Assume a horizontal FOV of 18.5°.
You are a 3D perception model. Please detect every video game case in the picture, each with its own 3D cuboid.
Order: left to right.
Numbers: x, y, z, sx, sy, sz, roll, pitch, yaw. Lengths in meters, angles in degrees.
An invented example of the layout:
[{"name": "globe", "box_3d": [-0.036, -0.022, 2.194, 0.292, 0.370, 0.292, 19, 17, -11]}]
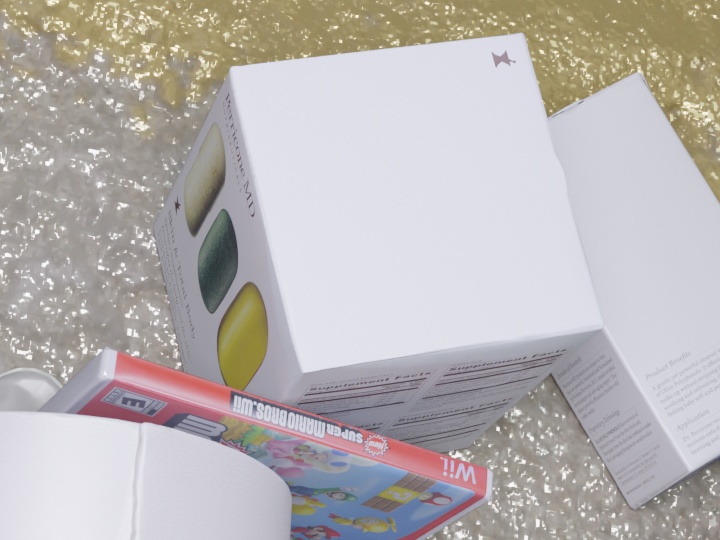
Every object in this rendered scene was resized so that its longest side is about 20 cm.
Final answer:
[{"name": "video game case", "box_3d": [-0.058, 0.097, 1.043, 0.199, 0.143, 0.018, 19, 58, -23]}]

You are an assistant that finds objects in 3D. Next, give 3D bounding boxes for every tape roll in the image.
[{"name": "tape roll", "box_3d": [-0.131, 0.156, 0.937, 0.202, 0.203, 0.140, 8, 66, -13]}]

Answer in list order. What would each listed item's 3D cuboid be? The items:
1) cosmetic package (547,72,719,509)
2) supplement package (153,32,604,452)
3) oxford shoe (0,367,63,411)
[{"name": "cosmetic package", "box_3d": [0.148, 0.010, 1.189, 0.107, 0.085, 0.201, -25, 79, -23]}, {"name": "supplement package", "box_3d": [0.000, 0.000, 1.085, 0.150, 0.200, 0.153, -8, 72, -19]}, {"name": "oxford shoe", "box_3d": [-0.201, 0.126, 1.060, 0.075, 0.058, 0.200, 37, 63, 3]}]
